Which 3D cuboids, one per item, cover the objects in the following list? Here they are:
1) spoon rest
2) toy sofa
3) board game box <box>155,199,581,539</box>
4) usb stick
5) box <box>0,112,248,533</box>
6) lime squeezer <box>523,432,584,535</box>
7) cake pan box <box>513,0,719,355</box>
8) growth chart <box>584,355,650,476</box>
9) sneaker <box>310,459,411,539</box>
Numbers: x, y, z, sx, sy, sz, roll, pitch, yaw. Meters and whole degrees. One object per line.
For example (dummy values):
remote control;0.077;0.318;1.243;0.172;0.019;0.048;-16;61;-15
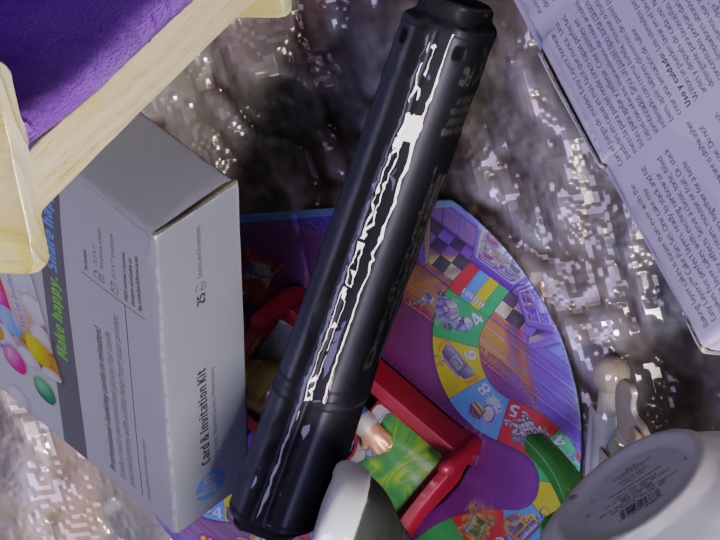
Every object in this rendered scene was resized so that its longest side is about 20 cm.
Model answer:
spoon rest;0.134;0.062;0.796;0.200;0.099;0.061;-32;110;15
toy sofa;-0.097;-0.086;0.813;0.083;0.200;0.098;4;119;22
board game box;-0.018;0.058;1.001;0.200;0.039;0.158;-3;106;28
usb stick;0.000;0.000;0.937;0.033;0.055;0.200;22;101;13
box;-0.122;-0.019;0.967;0.200;0.041;0.156;38;146;29
lime squeezer;0.083;0.107;0.878;0.038;0.200;0.071;-18;136;4
cake pan box;0.135;-0.103;0.813;0.184;0.052;0.200;-41;60;28
growth chart;0.101;0.129;0.902;0.018;0.200;0.145;-1;120;-12
sneaker;0.028;0.132;0.957;0.099;0.071;0.200;16;151;12
